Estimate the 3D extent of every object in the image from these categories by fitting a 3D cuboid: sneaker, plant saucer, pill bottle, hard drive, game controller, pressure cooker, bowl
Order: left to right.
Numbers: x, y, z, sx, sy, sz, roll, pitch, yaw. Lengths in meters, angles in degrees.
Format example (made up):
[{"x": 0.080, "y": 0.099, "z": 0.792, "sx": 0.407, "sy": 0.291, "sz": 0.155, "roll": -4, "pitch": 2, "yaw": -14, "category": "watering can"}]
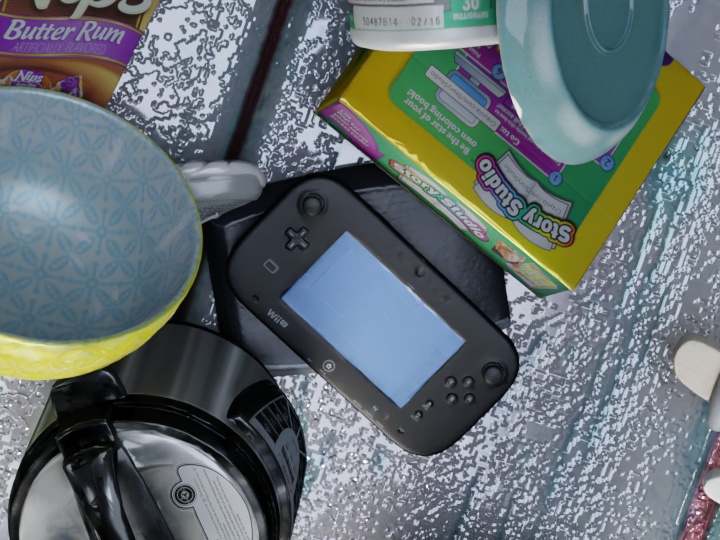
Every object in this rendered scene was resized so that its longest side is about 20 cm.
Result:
[{"x": -0.204, "y": -0.003, "z": 1.431, "sx": 0.199, "sy": 0.201, "sz": 0.108, "roll": 14, "pitch": 138, "yaw": -10, "category": "bowl"}, {"x": -0.150, "y": -0.016, "z": 1.527, "sx": 0.199, "sy": 0.075, "sz": 0.083, "roll": -22, "pitch": 90, "yaw": 7, "category": "sneaker"}, {"x": -0.130, "y": 0.145, "z": 1.480, "sx": 0.175, "sy": 0.200, "sz": 0.179, "roll": 25, "pitch": 111, "yaw": -5, "category": "pressure cooker"}, {"x": 0.000, "y": 0.000, "z": 1.570, "sx": 0.198, "sy": 0.042, "sz": 0.136, "roll": -10, "pitch": 101, "yaw": -7, "category": "hard drive"}, {"x": 0.008, "y": 0.030, "z": 1.533, "sx": 0.200, "sy": 0.042, "sz": 0.104, "roll": 43, "pitch": 91, "yaw": -12, "category": "game controller"}, {"x": 0.043, "y": -0.237, "z": 1.415, "sx": 0.112, "sy": 0.113, "sz": 0.202, "roll": -5, "pitch": 101, "yaw": -7, "category": "pill bottle"}, {"x": 0.144, "y": -0.166, "z": 1.449, "sx": 0.027, "sy": 0.200, "sz": 0.202, "roll": 4, "pitch": 102, "yaw": 33, "category": "plant saucer"}]

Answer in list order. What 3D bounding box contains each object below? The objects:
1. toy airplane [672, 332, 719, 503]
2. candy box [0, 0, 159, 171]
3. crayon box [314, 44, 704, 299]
[{"x": 0.323, "y": 0.112, "z": 1.586, "sx": 0.199, "sy": 0.141, "sz": 0.201, "roll": -15, "pitch": 102, "yaw": -6, "category": "toy airplane"}, {"x": -0.196, "y": -0.168, "z": 1.475, "sx": 0.116, "sy": 0.056, "sz": 0.201, "roll": 20, "pitch": 104, "yaw": -32, "category": "candy box"}, {"x": 0.099, "y": -0.111, "z": 1.535, "sx": 0.200, "sy": 0.058, "sz": 0.173, "roll": 39, "pitch": 75, "yaw": -12, "category": "crayon box"}]
